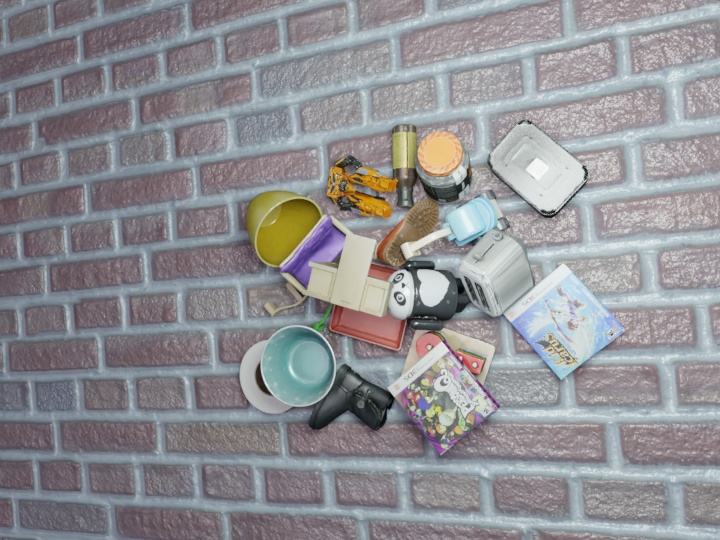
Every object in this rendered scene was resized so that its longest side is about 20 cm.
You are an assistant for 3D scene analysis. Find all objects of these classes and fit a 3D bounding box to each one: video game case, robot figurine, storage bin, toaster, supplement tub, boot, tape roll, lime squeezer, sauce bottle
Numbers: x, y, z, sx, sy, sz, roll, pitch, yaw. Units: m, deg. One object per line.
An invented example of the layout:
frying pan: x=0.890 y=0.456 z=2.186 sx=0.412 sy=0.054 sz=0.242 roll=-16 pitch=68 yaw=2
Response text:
video game case: x=0.191 y=0.296 z=1.328 sx=0.181 sy=0.036 sz=0.200 roll=-43 pitch=77 yaw=16
robot figurine: x=0.154 y=0.057 z=1.343 sx=0.199 sy=0.150 sz=0.125 roll=2 pitch=111 yaw=-10
storage bin: x=0.402 y=-0.229 z=1.294 sx=0.200 sy=0.094 sz=0.135 roll=45 pitch=104 yaw=15
toaster: x=0.306 y=0.012 z=1.278 sx=0.129 sy=0.200 sz=0.114 roll=-40 pitch=43 yaw=-11
supplement tub: x=0.192 y=-0.234 z=1.304 sx=0.122 sy=0.200 sz=0.123 roll=-2 pitch=80 yaw=13
boot: x=-0.023 y=0.363 z=1.456 sx=0.168 sy=0.076 sz=0.200 roll=33 pitch=95 yaw=20
tape roll: x=-0.235 y=0.288 z=1.553 sx=0.202 sy=0.037 sz=0.203 roll=0 pitch=91 yaw=19
robot figurine: x=-0.006 y=-0.208 z=1.438 sx=0.200 sy=0.058 sz=0.145 roll=21 pitch=115 yaw=27
lime squeezer: x=-0.129 y=0.146 z=1.512 sx=0.200 sy=0.038 sz=0.071 roll=-29 pitch=65 yaw=29
video game case: x=0.462 y=0.115 z=1.301 sx=0.181 sy=0.045 sz=0.200 roll=-43 pitch=77 yaw=16
boot: x=0.110 y=-0.098 z=1.408 sx=0.075 sy=0.107 sz=0.200 roll=44 pitch=77 yaw=-16
sauce bottle: x=0.110 y=-0.258 z=1.412 sx=0.065 sy=0.065 sz=0.201 roll=1 pitch=90 yaw=19

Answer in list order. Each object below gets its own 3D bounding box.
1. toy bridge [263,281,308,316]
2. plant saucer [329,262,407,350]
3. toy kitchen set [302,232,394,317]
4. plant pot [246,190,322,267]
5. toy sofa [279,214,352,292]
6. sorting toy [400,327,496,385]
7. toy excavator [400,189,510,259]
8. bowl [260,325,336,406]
toy bridge: x=-0.175 y=0.058 z=1.534 sx=0.200 sy=0.027 sz=0.067 roll=-44 pitch=78 yaw=13
plant saucer: x=0.034 y=0.082 z=1.456 sx=0.200 sy=0.037 sz=0.200 roll=14 pitch=95 yaw=20
toy kitchen set: x=0.000 y=0.000 z=1.355 sx=0.200 sy=0.180 sz=0.164 roll=16 pitch=95 yaw=18
plant pot: x=-0.219 y=-0.130 z=1.479 sx=0.142 sy=0.200 sz=0.200 roll=40 pitch=104 yaw=38
toy sofa: x=-0.109 y=-0.041 z=1.453 sx=0.083 sy=0.098 sz=0.200 roll=41 pitch=89 yaw=15
sorting toy: x=0.200 y=0.247 z=1.381 sx=0.198 sy=0.070 sz=0.201 roll=19 pitch=97 yaw=18
toy excavator: x=0.213 y=-0.096 z=1.318 sx=0.194 sy=0.200 sz=0.100 roll=-32 pitch=78 yaw=49
bowl: x=-0.142 y=0.238 z=1.448 sx=0.200 sy=0.105 sz=0.201 roll=-1 pitch=87 yaw=16
